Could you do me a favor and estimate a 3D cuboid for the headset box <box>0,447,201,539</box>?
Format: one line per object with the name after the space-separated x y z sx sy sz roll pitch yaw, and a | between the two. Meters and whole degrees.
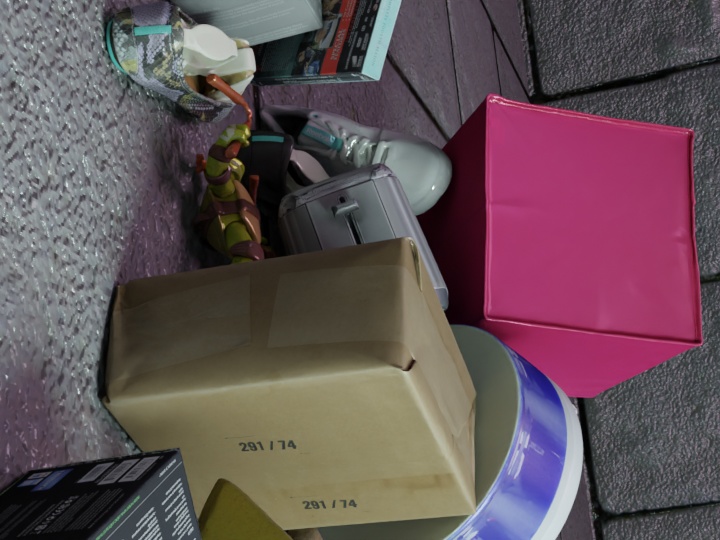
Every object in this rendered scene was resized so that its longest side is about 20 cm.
-0.132 0.213 0.640 0.174 0.092 0.201 -47 125 -72 | headset box

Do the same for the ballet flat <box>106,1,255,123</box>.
-0.116 -0.153 0.992 0.200 0.072 0.072 11 69 -74 | ballet flat

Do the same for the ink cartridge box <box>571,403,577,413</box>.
0.105 0.199 1.276 0.146 0.084 0.200 -40 163 -35 | ink cartridge box

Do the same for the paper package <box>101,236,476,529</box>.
-0.038 0.084 0.875 0.191 0.199 0.104 64 23 -47 | paper package

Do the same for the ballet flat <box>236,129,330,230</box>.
-0.051 -0.054 1.164 0.200 0.068 0.068 56 26 -57 | ballet flat

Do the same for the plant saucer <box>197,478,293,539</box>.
-0.046 0.251 0.743 0.048 0.200 0.201 -20 132 -38 | plant saucer

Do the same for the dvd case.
-0.026 -0.225 1.103 0.022 0.200 0.147 18 85 -34 | dvd case

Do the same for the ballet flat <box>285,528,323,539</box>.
-0.013 0.178 1.139 0.200 0.072 0.068 -69 139 -62 | ballet flat

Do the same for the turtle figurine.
-0.092 -0.036 0.990 0.200 0.064 0.162 87 -14 -57 | turtle figurine

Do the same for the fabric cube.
0.160 -0.014 1.159 0.199 0.195 0.201 132 -36 -66 | fabric cube

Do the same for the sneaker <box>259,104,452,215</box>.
-0.012 -0.103 1.166 0.088 0.200 0.076 28 85 -48 | sneaker

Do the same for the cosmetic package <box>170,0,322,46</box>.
-0.109 -0.260 1.021 0.200 0.106 0.091 58 25 -58 | cosmetic package

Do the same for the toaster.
0.000 0.000 1.068 0.200 0.113 0.130 85 -14 -78 | toaster

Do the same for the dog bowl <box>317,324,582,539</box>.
0.060 0.143 0.987 0.079 0.200 0.201 39 38 -34 | dog bowl
